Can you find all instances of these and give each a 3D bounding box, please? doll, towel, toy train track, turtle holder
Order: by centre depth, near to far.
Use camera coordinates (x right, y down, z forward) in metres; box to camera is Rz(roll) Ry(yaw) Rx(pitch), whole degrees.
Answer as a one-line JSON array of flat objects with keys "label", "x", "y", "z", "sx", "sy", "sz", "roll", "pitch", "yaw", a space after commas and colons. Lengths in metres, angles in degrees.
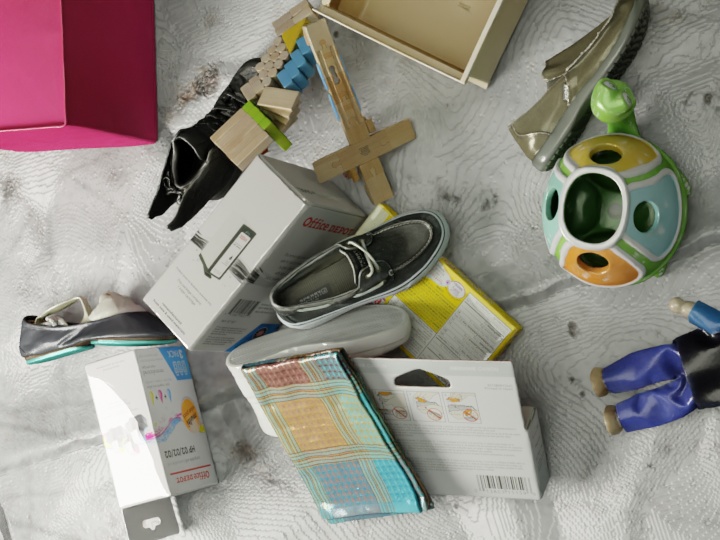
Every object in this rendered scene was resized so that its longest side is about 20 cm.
[{"label": "turtle holder", "x": 0.248, "y": -0.074, "z": 1.628, "sx": 0.141, "sy": 0.132, "sz": 0.186, "roll": 34, "pitch": 102, "yaw": 19}, {"label": "doll", "x": 0.324, "y": 0.091, "z": 1.641, "sx": 0.200, "sy": 0.048, "sz": 0.137, "roll": -20, "pitch": 83, "yaw": 21}, {"label": "towel", "x": -0.026, "y": 0.171, "z": 1.717, "sx": 0.147, "sy": 0.022, "sz": 0.200, "roll": -13, "pitch": 114, "yaw": 41}, {"label": "toy train track", "x": -0.016, "y": -0.164, "z": 1.760, "sx": 0.115, "sy": 0.033, "sz": 0.200, "roll": -26, "pitch": 107, "yaw": -13}]

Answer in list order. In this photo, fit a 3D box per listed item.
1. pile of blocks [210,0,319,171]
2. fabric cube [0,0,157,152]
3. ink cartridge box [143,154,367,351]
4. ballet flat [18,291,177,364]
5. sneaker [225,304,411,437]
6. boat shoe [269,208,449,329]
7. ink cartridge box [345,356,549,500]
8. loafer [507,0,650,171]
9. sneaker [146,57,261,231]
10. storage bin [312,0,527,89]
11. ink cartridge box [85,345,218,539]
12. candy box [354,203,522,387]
[{"label": "pile of blocks", "x": -0.077, "y": -0.183, "z": 1.775, "sx": 0.082, "sy": 0.062, "sz": 0.200, "roll": 16, "pitch": 73, "yaw": 36}, {"label": "fabric cube", "x": -0.354, "y": -0.233, "z": 1.834, "sx": 0.200, "sy": 0.199, "sz": 0.196, "roll": -2, "pitch": 90, "yaw": 22}, {"label": "ink cartridge box", "x": -0.107, "y": -0.014, "z": 1.761, "sx": 0.084, "sy": 0.146, "sz": 0.200, "roll": 45, "pitch": 104, "yaw": 21}, {"label": "ballet flat", "x": -0.294, "y": 0.060, "z": 1.879, "sx": 0.200, "sy": 0.073, "sz": 0.073, "roll": -9, "pitch": 86, "yaw": 24}, {"label": "sneaker", "x": -0.027, "y": 0.110, "z": 1.767, "sx": 0.200, "sy": 0.074, "sz": 0.116, "roll": -16, "pitch": 115, "yaw": 17}, {"label": "boat shoe", "x": 0.000, "y": 0.000, "z": 1.720, "sx": 0.200, "sy": 0.071, "sz": 0.072, "roll": -32, "pitch": 74, "yaw": 5}, {"label": "ink cartridge box", "x": 0.077, "y": 0.148, "z": 1.696, "sx": 0.200, "sy": 0.044, "sz": 0.174, "roll": 0, "pitch": 122, "yaw": 22}, {"label": "loafer", "x": 0.212, "y": -0.194, "z": 1.674, "sx": 0.070, "sy": 0.075, "sz": 0.200, "roll": 37, "pitch": 103, "yaw": 14}, {"label": "sneaker", "x": -0.156, "y": -0.137, "z": 1.804, "sx": 0.060, "sy": 0.104, "sz": 0.200, "roll": 29, "pitch": 100, "yaw": 20}, {"label": "storage bin", "x": 0.078, "y": -0.316, "z": 1.719, "sx": 0.198, "sy": 0.094, "sz": 0.200, "roll": 28, "pitch": 100, "yaw": 19}, {"label": "ink cartridge box", "x": -0.218, "y": 0.186, "z": 1.821, "sx": 0.068, "sy": 0.115, "sz": 0.200, "roll": -17, "pitch": 84, "yaw": 21}, {"label": "candy box", "x": 0.063, "y": 0.032, "z": 1.757, "sx": 0.200, "sy": 0.026, "sz": 0.102, "roll": 43, "pitch": 109, "yaw": 16}]
